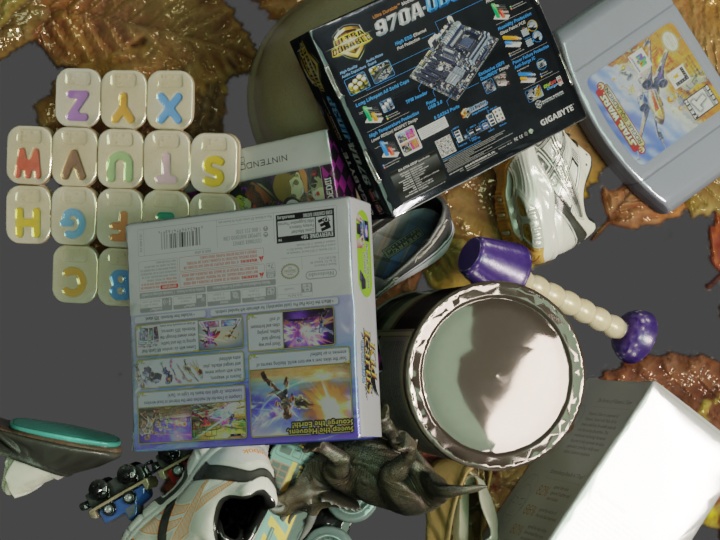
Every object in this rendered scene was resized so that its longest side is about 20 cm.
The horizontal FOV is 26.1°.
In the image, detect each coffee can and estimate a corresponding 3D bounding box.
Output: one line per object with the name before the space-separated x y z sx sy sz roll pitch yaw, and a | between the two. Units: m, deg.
coffee can | 0.081 0.085 1.288 0.146 0.200 0.147 1 87 -14

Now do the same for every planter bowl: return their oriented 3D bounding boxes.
planter bowl | 0.014 -0.153 1.317 0.200 0.135 0.201 1 88 -14

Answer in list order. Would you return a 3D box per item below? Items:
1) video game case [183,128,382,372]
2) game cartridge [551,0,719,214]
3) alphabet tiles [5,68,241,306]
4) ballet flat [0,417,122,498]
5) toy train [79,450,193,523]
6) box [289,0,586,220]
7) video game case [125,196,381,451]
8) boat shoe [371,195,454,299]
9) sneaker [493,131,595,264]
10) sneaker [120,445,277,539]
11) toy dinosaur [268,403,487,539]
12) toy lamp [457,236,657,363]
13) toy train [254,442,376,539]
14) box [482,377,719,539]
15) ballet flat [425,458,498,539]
video game case | -0.077 -0.004 1.279 0.036 0.181 0.200 -8 90 -56
game cartridge | 0.265 -0.160 1.430 0.133 0.042 0.200 -36 96 -17
alphabet tiles | -0.197 -0.068 1.278 0.200 0.015 0.196 3 94 10
ballet flat | -0.297 0.143 1.268 0.200 0.068 0.068 17 93 -2
toy train | -0.142 0.159 1.290 0.200 0.034 0.046 -28 83 5
box | 0.065 -0.152 1.235 0.200 0.046 0.159 -28 99 -21
video game case | -0.085 0.045 1.200 0.200 0.045 0.182 -6 81 24
boat shoe | 0.000 0.000 1.330 0.200 0.066 0.070 -32 68 -14
sneaker | 0.159 -0.110 1.382 0.088 0.076 0.200 -19 109 -26
sneaker | -0.134 0.215 1.255 0.074 0.080 0.200 17 120 -33
toy dinosaur | 0.019 0.156 1.215 0.102 0.200 0.077 64 35 -37
toy lamp | 0.173 0.024 1.362 0.200 0.058 0.058 24 82 -25
toy train | -0.059 0.224 1.313 0.114 0.085 0.200 23 84 0
box | 0.210 0.203 1.339 0.106 0.152 0.200 38 80 -9
ballet flat | 0.084 0.245 1.310 0.069 0.063 0.200 40 42 -46
